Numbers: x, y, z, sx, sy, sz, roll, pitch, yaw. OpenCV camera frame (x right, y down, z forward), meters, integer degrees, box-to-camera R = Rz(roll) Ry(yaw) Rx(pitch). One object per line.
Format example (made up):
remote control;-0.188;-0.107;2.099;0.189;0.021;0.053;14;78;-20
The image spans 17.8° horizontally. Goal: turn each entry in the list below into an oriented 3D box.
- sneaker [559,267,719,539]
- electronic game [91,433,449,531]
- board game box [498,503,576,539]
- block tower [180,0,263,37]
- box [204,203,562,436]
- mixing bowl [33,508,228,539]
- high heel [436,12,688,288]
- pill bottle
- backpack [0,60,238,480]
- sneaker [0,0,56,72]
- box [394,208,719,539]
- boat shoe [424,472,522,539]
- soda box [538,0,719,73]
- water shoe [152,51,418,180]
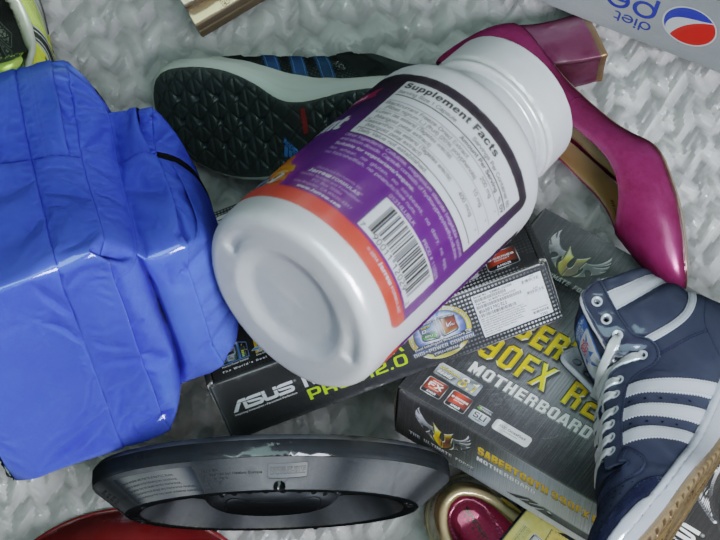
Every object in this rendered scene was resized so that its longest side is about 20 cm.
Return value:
sneaker;0.138;0.078;1.209;0.108;0.070;0.200;30;50;12
electronic game;-0.050;0.115;1.276;0.199;0.200;0.042;-3;77;3
board game box;0.157;0.162;1.297;0.135;0.035;0.200;40;60;6
block tower;-0.123;-0.245;1.388;0.058;0.054;0.201;-30;84;0
box;0.000;0.000;1.312;0.199;0.161;0.044;-20;127;2
mixing bowl;-0.142;0.237;1.318;0.199;0.108;0.202;0;85;5
high heel;0.118;-0.061;1.328;0.096;0.068;0.201;-16;55;-9
pill bottle;0.024;-0.039;1.213;0.111;0.112;0.200;44;56;6
backpack;-0.164;-0.013;1.255;0.167;0.163;0.200;-17;43;-10
sneaker;-0.206;-0.089;1.367;0.075;0.076;0.201;-20;86;0
box;0.143;0.073;1.289;0.199;0.048;0.158;31;58;19
boat shoe;0.105;0.204;1.323;0.074;0.069;0.200;-40;83;0
soda box;0.171;-0.180;1.347;0.199;0.064;0.068;22;59;5
water shoe;-0.028;-0.094;1.364;0.199;0.079;0.072;9;114;28
